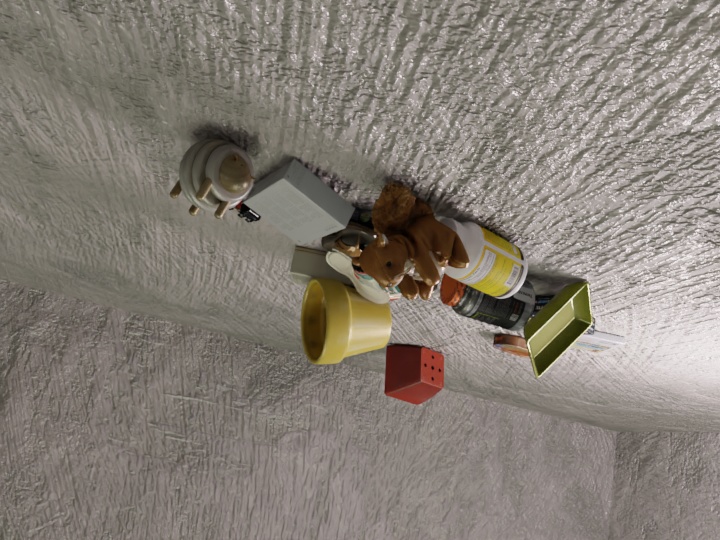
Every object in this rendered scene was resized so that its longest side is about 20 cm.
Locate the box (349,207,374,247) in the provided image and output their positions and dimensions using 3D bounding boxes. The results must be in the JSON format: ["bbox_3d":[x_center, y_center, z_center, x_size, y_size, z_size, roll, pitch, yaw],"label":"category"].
[{"bbox_3d":[0.016,-0.083,1.434,0.194,0.041,0.137,13,165,-4],"label":"box"}]

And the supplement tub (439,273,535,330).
[{"bbox_3d":[0.288,0.056,1.555,0.195,0.126,0.122,17,164,-19],"label":"supplement tub"}]

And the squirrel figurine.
[{"bbox_3d":[0.068,-0.049,1.213,0.183,0.205,0.141,-5,161,-37],"label":"squirrel figurine"}]

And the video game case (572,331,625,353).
[{"bbox_3d":[0.637,0.199,1.978,0.194,0.024,0.182,12,164,-1],"label":"video game case"}]

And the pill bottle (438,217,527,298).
[{"bbox_3d":[0.226,-0.027,1.335,0.197,0.115,0.111,23,161,-33],"label":"pill bottle"}]

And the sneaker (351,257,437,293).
[{"bbox_3d":[0.075,0.016,1.507,0.194,0.072,0.094,14,155,8],"label":"sneaker"}]

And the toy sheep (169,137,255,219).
[{"bbox_3d":[-0.259,-0.164,1.193,0.197,0.141,0.137,12,169,41],"label":"toy sheep"}]

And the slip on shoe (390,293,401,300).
[{"bbox_3d":[0.023,0.077,1.834,0.196,0.063,0.074,-11,-145,-30],"label":"slip on shoe"}]

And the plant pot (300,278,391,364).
[{"bbox_3d":[-0.031,0.124,1.667,0.184,0.207,0.200,2,169,-23],"label":"plant pot"}]

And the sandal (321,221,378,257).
[{"bbox_3d":[-0.025,-0.053,1.389,0.080,0.056,0.198,20,162,-29],"label":"sandal"}]

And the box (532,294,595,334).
[{"bbox_3d":[0.489,0.117,1.756,0.157,0.047,0.198,-5,157,45],"label":"box"}]

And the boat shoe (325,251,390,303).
[{"bbox_3d":[0.000,0.000,1.597,0.199,0.060,0.071,40,126,-23],"label":"boat shoe"}]

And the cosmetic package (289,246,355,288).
[{"bbox_3d":[-0.076,0.005,1.747,0.194,0.075,0.104,11,164,3],"label":"cosmetic package"}]

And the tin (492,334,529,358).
[{"bbox_3d":[0.520,0.248,2.210,0.196,0.043,0.111,19,167,-24],"label":"tin"}]

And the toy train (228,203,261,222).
[{"bbox_3d":[-0.273,-0.150,1.431,0.045,0.035,0.199,-1,160,29],"label":"toy train"}]

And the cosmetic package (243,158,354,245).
[{"bbox_3d":[-0.121,-0.125,1.308,0.150,0.052,0.198,39,155,-21],"label":"cosmetic package"}]

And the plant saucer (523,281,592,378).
[{"bbox_3d":[0.452,0.130,1.585,0.048,0.199,0.201,42,170,38],"label":"plant saucer"}]

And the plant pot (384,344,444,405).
[{"bbox_3d":[0.225,0.402,2.698,0.197,0.205,0.174,22,151,-35],"label":"plant pot"}]
